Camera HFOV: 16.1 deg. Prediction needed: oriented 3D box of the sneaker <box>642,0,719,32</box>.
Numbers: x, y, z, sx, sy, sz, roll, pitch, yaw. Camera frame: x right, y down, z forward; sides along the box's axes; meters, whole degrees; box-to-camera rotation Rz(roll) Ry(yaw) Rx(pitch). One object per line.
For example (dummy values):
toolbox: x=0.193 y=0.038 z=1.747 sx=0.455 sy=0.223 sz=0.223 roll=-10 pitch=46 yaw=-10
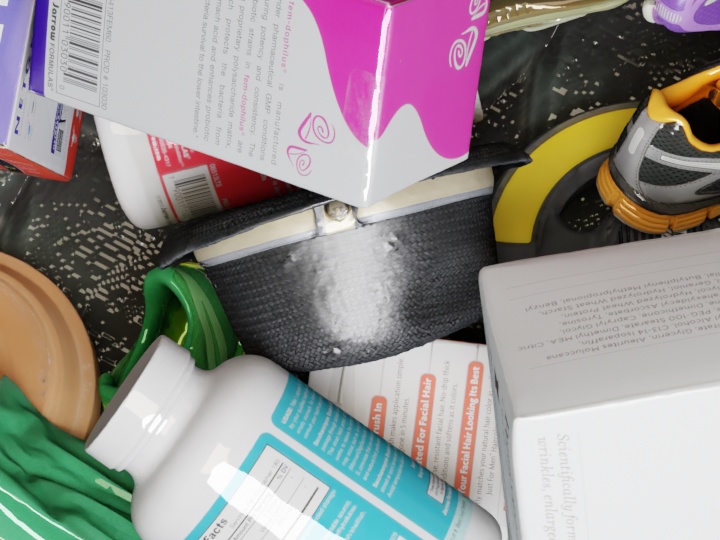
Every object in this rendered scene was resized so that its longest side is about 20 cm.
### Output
sneaker: x=0.244 y=-0.151 z=1.338 sx=0.199 sy=0.081 sz=0.084 roll=-8 pitch=49 yaw=-22

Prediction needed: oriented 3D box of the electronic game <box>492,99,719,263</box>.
electronic game: x=0.161 y=-0.005 z=1.362 sx=0.199 sy=0.042 sz=0.201 roll=0 pitch=60 yaw=-1

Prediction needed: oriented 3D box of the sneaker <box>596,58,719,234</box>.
sneaker: x=0.220 y=-0.084 z=1.352 sx=0.200 sy=0.077 sz=0.078 roll=-25 pitch=59 yaw=-23

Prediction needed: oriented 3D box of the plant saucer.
plant saucer: x=-0.240 y=0.070 z=1.374 sx=0.200 sy=0.032 sz=0.201 roll=-4 pitch=59 yaw=6

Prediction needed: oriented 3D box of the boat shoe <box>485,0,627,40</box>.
boat shoe: x=0.050 y=-0.148 z=1.314 sx=0.200 sy=0.063 sz=0.073 roll=-11 pitch=82 yaw=-5

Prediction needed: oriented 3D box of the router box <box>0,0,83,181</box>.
router box: x=-0.174 y=-0.155 z=1.352 sx=0.049 sy=0.179 sz=0.201 roll=10 pitch=88 yaw=4

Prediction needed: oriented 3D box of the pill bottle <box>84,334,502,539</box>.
pill bottle: x=-0.037 y=0.116 z=1.269 sx=0.200 sy=0.111 sz=0.111 roll=36 pitch=90 yaw=-7

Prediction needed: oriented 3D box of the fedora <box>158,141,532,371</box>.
fedora: x=0.000 y=0.000 z=1.315 sx=0.200 sy=0.201 sz=0.092 roll=-15 pitch=90 yaw=2

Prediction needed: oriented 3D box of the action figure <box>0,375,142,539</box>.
action figure: x=-0.120 y=0.143 z=1.300 sx=0.200 sy=0.118 sz=0.055 roll=33 pitch=123 yaw=-5

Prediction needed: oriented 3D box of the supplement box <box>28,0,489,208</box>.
supplement box: x=-0.049 y=-0.115 z=1.230 sx=0.200 sy=0.103 sz=0.102 roll=21 pitch=116 yaw=28

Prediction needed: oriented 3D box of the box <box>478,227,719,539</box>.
box: x=0.169 y=0.097 z=1.243 sx=0.199 sy=0.131 sz=0.199 roll=-9 pitch=122 yaw=-2

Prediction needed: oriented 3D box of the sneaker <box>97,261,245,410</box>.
sneaker: x=-0.112 y=0.091 z=1.376 sx=0.074 sy=0.083 sz=0.201 roll=-2 pitch=74 yaw=44

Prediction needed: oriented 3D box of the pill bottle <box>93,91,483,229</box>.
pill bottle: x=-0.040 y=-0.098 z=1.376 sx=0.199 sy=0.112 sz=0.113 roll=-14 pitch=87 yaw=2

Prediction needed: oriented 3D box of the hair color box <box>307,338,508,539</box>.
hair color box: x=0.068 y=0.095 z=1.386 sx=0.199 sy=0.064 sz=0.111 roll=7 pitch=87 yaw=2
